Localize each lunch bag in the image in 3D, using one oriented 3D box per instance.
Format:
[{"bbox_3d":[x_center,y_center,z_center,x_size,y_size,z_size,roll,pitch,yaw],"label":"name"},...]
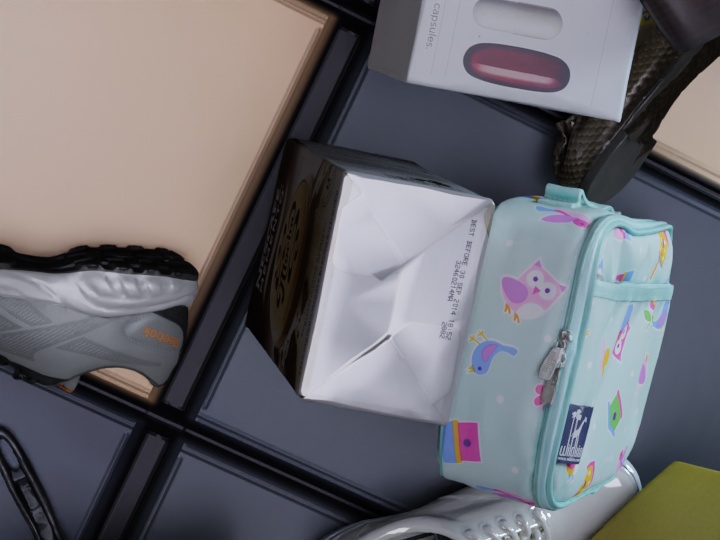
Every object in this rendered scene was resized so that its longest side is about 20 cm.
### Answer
[{"bbox_3d":[0.108,0.037,1.137,0.077,0.200,0.161,16,96,18],"label":"lunch bag"}]

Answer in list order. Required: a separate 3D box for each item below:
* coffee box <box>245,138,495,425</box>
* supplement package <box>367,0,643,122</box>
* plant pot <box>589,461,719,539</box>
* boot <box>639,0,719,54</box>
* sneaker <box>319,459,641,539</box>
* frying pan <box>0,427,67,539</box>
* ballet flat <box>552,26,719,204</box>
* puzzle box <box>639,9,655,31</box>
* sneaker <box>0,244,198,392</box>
[{"bbox_3d":[0.000,0.000,1.117,0.079,0.200,0.114,11,96,-11],"label":"coffee box"},{"bbox_3d":[0.084,-0.187,1.097,0.110,0.156,0.201,9,97,-9],"label":"supplement package"},{"bbox_3d":[0.213,0.218,1.173,0.200,0.200,0.177,33,79,-26],"label":"plant pot"},{"bbox_3d":[0.175,-0.228,0.984,0.188,0.068,0.201,-26,97,23],"label":"boot"},{"bbox_3d":[0.069,0.156,1.214,0.199,0.071,0.073,-20,100,-6],"label":"sneaker"},{"bbox_3d":[-0.145,0.179,1.214,0.114,0.031,0.191,-4,102,-7],"label":"frying pan"},{"bbox_3d":[0.170,-0.125,1.179,0.046,0.067,0.200,44,106,28],"label":"ballet flat"},{"bbox_3d":[0.129,-0.229,1.189,0.133,0.025,0.201,-22,101,-3],"label":"puzzle box"},{"bbox_3d":[-0.188,0.026,1.163,0.199,0.074,0.080,4,103,-8],"label":"sneaker"}]
